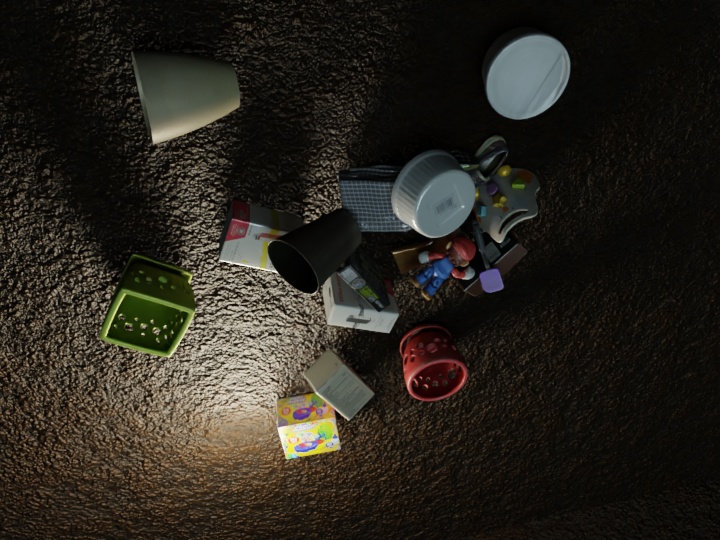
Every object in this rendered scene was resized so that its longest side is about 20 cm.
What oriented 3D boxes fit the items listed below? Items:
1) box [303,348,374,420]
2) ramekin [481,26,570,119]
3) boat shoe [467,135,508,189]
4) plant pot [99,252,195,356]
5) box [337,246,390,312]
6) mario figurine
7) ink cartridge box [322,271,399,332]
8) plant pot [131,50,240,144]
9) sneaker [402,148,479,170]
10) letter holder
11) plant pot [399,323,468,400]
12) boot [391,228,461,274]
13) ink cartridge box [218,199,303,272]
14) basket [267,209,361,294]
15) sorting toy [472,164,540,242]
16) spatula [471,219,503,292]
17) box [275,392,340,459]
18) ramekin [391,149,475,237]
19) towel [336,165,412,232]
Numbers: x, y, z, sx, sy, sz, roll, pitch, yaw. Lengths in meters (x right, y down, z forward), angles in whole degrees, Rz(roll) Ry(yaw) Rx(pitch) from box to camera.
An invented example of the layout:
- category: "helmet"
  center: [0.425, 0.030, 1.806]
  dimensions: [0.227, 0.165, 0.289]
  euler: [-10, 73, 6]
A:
- category: "box"
  center: [-0.069, 0.373, 2.070]
  dimensions: [0.128, 0.109, 0.200]
  euler: [-44, 128, -4]
- category: "ramekin"
  center: [0.372, -0.461, 1.459]
  dimensions: [0.199, 0.095, 0.204]
  euler: [-6, 131, -6]
- category: "boat shoe"
  center: [0.310, -0.257, 1.645]
  dimensions: [0.071, 0.065, 0.201]
  euler: [21, 125, -29]
- category: "plant pot"
  center: [-0.560, 0.081, 1.686]
  dimensions: [0.198, 0.183, 0.200]
  euler: [20, 125, -27]
- category: "box"
  center: [0.000, 0.000, 1.745]
  dimensions: [0.044, 0.161, 0.200]
  euler: [-32, 130, 16]
- category: "mario figurine"
  center: [0.235, -0.011, 1.749]
  dimensions: [0.199, 0.106, 0.124]
  euler: [-41, 126, 1]
- category: "ink cartridge box"
  center: [-0.003, 0.090, 1.833]
  dimensions: [0.197, 0.145, 0.084]
  euler: [11, 129, -20]
- category: "plant pot"
  center: [-0.363, -0.378, 1.342]
  dimensions: [0.197, 0.188, 0.189]
  euler: [-13, 134, -19]
- category: "sneaker"
  center: [0.208, -0.252, 1.628]
  dimensions: [0.197, 0.078, 0.089]
  euler: [-8, 135, 7]
- category: "letter holder"
  center: [0.376, -0.024, 1.812]
  dimensions: [0.200, 0.101, 0.141]
  euler: [-43, 143, 17]
- category: "plant pot"
  center: [0.229, 0.285, 2.027]
  dimensions: [0.197, 0.184, 0.202]
  euler: [-5, 132, -6]
- category: "boot"
  center: [0.181, -0.086, 1.776]
  dimensions: [0.197, 0.069, 0.189]
  euler: [-16, 144, 2]
- category: "ink cartridge box"
  center: [-0.260, -0.084, 1.668]
  dimensions: [0.197, 0.084, 0.146]
  euler: [12, 128, -21]
- category: "basket"
  center: [-0.102, -0.059, 1.585]
  dimensions: [0.199, 0.179, 0.137]
  euler: [-38, 146, -35]
- category: "sorting toy"
  center: [0.385, -0.165, 1.664]
  dimensions: [0.199, 0.181, 0.106]
  euler: [-39, 128, 22]
- category: "spatula"
  center: [0.337, -0.040, 1.722]
  dimensions: [0.056, 0.021, 0.203]
  euler: [-16, 88, 8]
- category: "box"
  center: [-0.181, 0.537, 2.207]
  dimensions: [0.197, 0.123, 0.195]
  euler: [-10, 131, -3]
- category: "ramekin"
  center: [0.182, -0.178, 1.525]
  dimensions: [0.198, 0.098, 0.203]
  euler: [-17, 129, -22]
- category: "towel"
  center: [0.042, -0.180, 1.610]
  dimensions: [0.197, 0.086, 0.167]
  euler: [0, 134, 14]
